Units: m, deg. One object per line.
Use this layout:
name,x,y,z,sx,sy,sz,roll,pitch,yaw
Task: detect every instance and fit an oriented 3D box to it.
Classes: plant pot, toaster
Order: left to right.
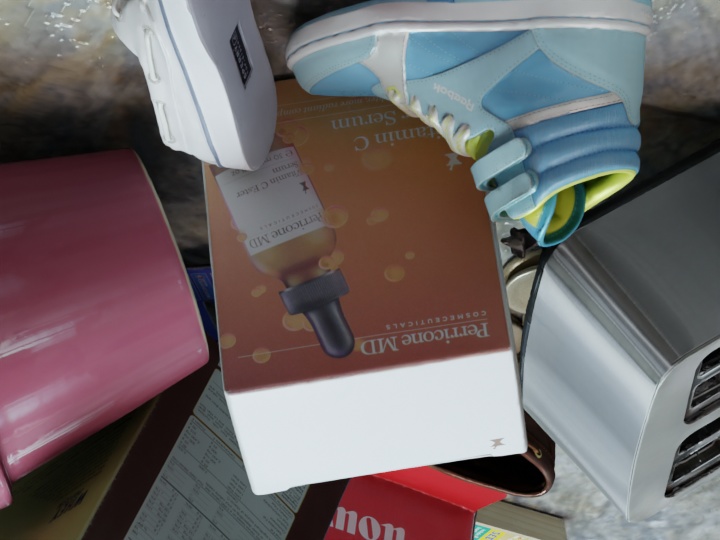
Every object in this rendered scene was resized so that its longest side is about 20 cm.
plant pot,-0.187,0.022,1.409,0.179,0.200,0.200,-19,146,-9
toaster,0.183,0.028,1.472,0.200,0.119,0.181,-28,149,-21

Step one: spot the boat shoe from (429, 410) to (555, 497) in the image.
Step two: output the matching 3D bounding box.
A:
boat shoe,0.042,0.088,1.603,0.200,0.070,0.070,18,139,-29

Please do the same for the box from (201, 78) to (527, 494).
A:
box,0.000,0.000,1.386,0.152,0.200,0.106,-9,145,1

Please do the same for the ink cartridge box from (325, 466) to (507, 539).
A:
ink cartridge box,-0.033,0.173,1.673,0.200,0.084,0.176,21,149,-22

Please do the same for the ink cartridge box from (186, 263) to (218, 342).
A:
ink cartridge box,-0.166,0.057,1.563,0.200,0.042,0.119,-13,145,6

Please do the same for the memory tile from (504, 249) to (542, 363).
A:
memory tile,0.085,0.059,1.643,0.153,0.017,0.200,-14,144,10

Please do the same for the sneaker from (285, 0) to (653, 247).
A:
sneaker,0.053,-0.074,1.319,0.200,0.131,0.080,-4,176,27

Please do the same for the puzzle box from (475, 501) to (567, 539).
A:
puzzle box,0.037,0.220,1.852,0.133,0.025,0.200,17,138,-32

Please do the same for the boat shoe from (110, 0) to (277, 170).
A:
boat shoe,-0.094,-0.128,1.302,0.065,0.074,0.200,8,136,19

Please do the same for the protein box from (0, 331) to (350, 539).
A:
protein box,-0.141,0.177,1.483,0.135,0.200,0.198,45,126,-14
